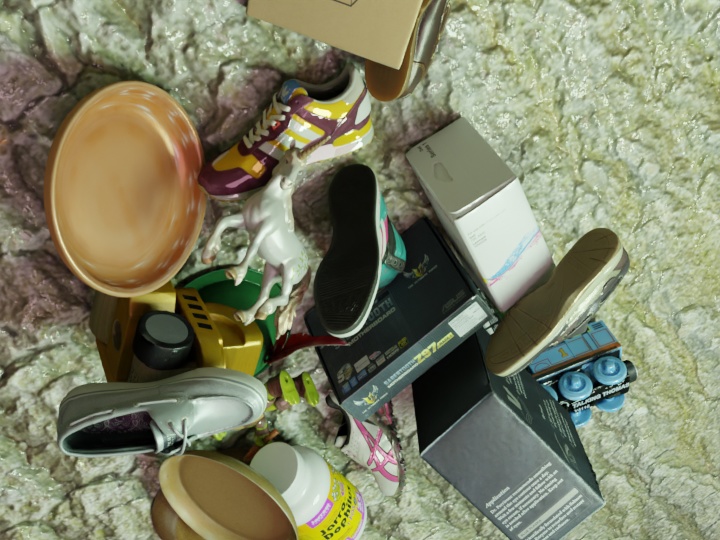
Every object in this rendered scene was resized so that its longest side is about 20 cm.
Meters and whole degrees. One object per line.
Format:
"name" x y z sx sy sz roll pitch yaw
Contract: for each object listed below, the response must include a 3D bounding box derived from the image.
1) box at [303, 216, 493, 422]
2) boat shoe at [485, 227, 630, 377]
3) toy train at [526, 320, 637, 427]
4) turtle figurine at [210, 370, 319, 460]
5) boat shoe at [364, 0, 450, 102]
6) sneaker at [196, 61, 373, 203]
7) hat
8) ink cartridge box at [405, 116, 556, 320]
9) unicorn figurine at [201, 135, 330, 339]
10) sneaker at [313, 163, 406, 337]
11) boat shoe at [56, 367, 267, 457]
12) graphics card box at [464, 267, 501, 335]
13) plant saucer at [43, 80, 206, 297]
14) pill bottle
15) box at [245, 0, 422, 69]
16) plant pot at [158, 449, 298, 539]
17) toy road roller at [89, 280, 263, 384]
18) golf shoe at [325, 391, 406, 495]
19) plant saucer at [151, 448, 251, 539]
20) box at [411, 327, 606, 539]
"box" 0.039 0.053 1.108 0.199 0.159 0.051 -38 130 9
"boat shoe" 0.220 0.046 1.048 0.064 0.072 0.201 36 98 -34
"toy train" 0.278 0.152 1.312 0.196 0.115 0.088 -20 133 -9
"turtle figurine" -0.132 0.174 1.182 0.159 0.066 0.199 -27 146 21
"boat shoe" 0.055 -0.268 0.945 0.070 0.070 0.203 -31 147 -52
"sneaker" -0.082 -0.145 0.969 0.197 0.075 0.091 -27 132 -16
"hat" -0.131 0.108 1.063 0.162 0.177 0.203 -2 126 -21
"ink cartridge box" 0.144 -0.051 1.084 0.083 0.146 0.201 -32 131 1
"unicorn figurine" -0.089 -0.033 0.944 0.138 0.073 0.202 -52 157 -27
"sneaker" 0.000 0.000 1.049 0.082 0.204 0.121 -4 148 18
"boat shoe" -0.184 0.143 0.891 0.196 0.072 0.071 -5 124 -3
"graphics card box" 0.137 0.064 1.229 0.197 0.051 0.126 -31 130 2
"plant saucer" -0.226 -0.078 0.917 0.199 0.037 0.205 -19 112 -55
"pill bottle" -0.071 0.297 1.258 0.103 0.105 0.201 -33 141 4
"box" -0.007 -0.306 0.874 0.160 0.021 0.203 17 120 -5
"plant pot" -0.159 0.288 1.180 0.196 0.028 0.203 18 136 18
"toy road roller" -0.191 0.071 1.004 0.143 0.201 0.125 0 127 -33
"golf shoe" 0.009 0.225 1.285 0.090 0.073 0.203 -16 120 -3
"plant saucer" -0.183 0.329 1.299 0.196 0.036 0.204 -12 128 -15
"box" 0.167 0.194 1.139 0.117 0.197 0.200 -42 106 14
